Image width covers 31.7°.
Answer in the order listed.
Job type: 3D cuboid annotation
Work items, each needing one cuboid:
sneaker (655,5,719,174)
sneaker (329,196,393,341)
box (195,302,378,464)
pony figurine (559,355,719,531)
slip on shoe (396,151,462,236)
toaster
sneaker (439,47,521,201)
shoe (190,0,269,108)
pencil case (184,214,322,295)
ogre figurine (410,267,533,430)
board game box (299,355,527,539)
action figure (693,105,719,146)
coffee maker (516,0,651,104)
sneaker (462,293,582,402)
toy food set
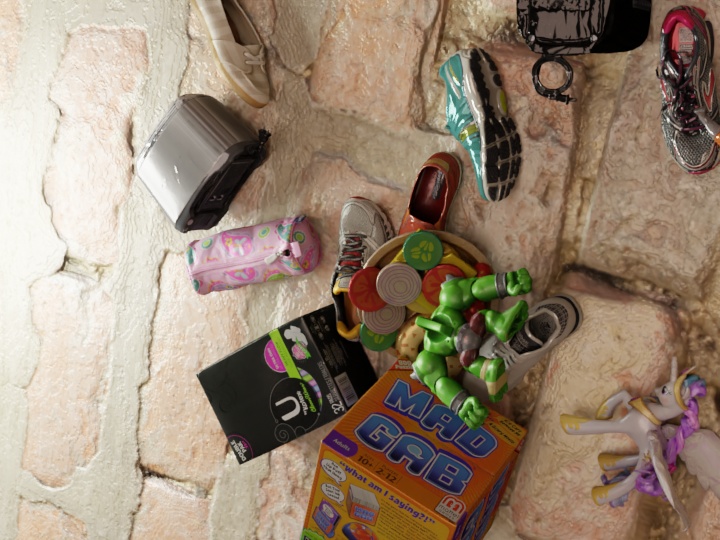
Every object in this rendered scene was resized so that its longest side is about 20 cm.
[{"bbox_3d":[0.388,-0.215,1.518,0.080,0.075,0.203,-8,95,26],"label":"sneaker"},{"bbox_3d":[0.000,0.000,1.730,0.077,0.082,0.203,0,97,26],"label":"sneaker"},{"bbox_3d":[-0.100,0.158,1.778,0.199,0.124,0.150,-28,86,27],"label":"box"},{"bbox_3d":[0.366,0.223,1.572,0.199,0.166,0.195,-31,77,41],"label":"pony figurine"},{"bbox_3d":[0.084,-0.061,1.693,0.073,0.061,0.202,22,108,18],"label":"slip on shoe"},{"bbox_3d":[-0.227,-0.160,1.794,0.129,0.113,0.201,45,115,15],"label":"toaster"},{"bbox_3d":[0.153,-0.186,1.647,0.079,0.077,0.203,-14,87,45],"label":"sneaker"},{"bbox_3d":[-0.176,-0.321,1.767,0.053,0.070,0.202,-32,82,34],"label":"shoe"},{"bbox_3d":[-0.154,-0.021,1.798,0.198,0.087,0.089,-10,94,27],"label":"pencil case"},{"bbox_3d":[0.137,0.084,1.600,0.119,0.098,0.203,18,105,29],"label":"ogre figurine"},{"bbox_3d":[0.067,0.280,1.644,0.199,0.200,0.201,29,133,18],"label":"board game box"},{"bbox_3d":[0.500,-0.137,1.479,0.198,0.105,0.195,-28,101,-7],"label":"action figure"},{"bbox_3d":[0.259,-0.304,1.494,0.134,0.199,0.194,29,107,20],"label":"coffee maker"},{"bbox_3d":[0.199,0.104,1.655,0.077,0.080,0.200,48,115,9],"label":"sneaker"},{"bbox_3d":[0.085,0.041,1.677,0.197,0.049,0.201,35,110,-11],"label":"toy food set"}]
